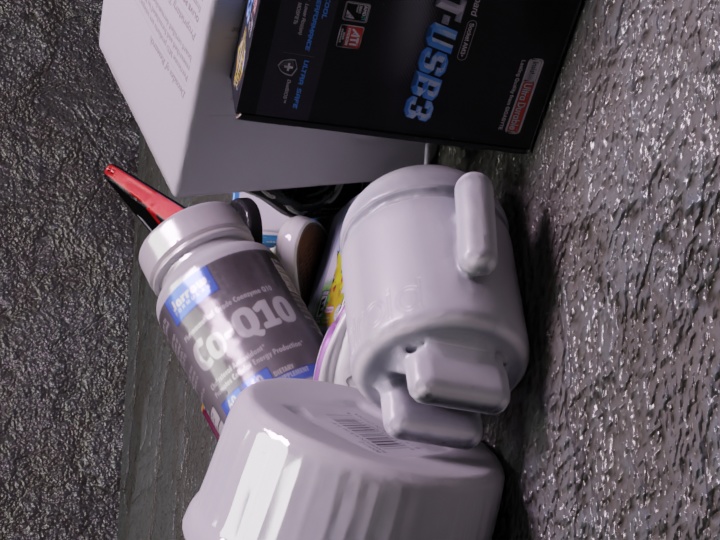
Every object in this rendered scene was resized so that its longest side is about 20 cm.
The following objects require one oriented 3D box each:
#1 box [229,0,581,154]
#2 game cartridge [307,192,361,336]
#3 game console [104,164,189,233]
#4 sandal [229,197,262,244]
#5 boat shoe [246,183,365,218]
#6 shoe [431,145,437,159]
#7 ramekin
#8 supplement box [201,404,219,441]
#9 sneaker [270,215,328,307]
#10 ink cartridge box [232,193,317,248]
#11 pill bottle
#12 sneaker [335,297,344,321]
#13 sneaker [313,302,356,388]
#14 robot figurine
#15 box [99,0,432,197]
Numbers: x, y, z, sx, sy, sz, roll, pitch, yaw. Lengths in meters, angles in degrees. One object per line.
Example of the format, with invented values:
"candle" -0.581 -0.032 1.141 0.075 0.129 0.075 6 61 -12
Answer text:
"box" 0.035 -0.173 0.947 0.050 0.197 0.201 -101 22 -50
"game cartridge" 0.000 0.000 1.300 0.200 0.040 0.134 170 122 -74
"game console" -0.157 -0.017 1.556 0.177 0.031 0.200 36 167 33
"sandal" -0.095 0.036 1.386 0.075 0.045 0.202 22 110 58
"boat shoe" -0.050 -0.080 1.359 0.060 0.199 0.076 15 95 36
"shoe" 0.028 -0.181 1.238 0.091 0.071 0.202 -147 60 -68
"ramekin" -0.004 0.143 0.991 0.200 0.199 0.098 -133 59 -72
"supplement box" -0.104 0.121 1.611 0.200 0.085 0.111 -145 62 -74
"sneaker" -0.074 0.007 1.423 0.200 0.084 0.073 87 -156 -63
"ink cartridge box" -0.081 -0.081 1.535 0.200 0.085 0.148 110 164 -76
"pill bottle" -0.098 0.049 1.277 0.201 0.113 0.114 58 148 25
"sneaker" 0.025 0.021 1.158 0.088 0.074 0.202 175 100 -78
"sneaker" 0.015 0.108 1.123 0.075 0.099 0.201 -49 -34 -67
"robot figurine" 0.046 0.014 0.998 0.170 0.112 0.201 125 150 -43
"box" -0.059 -0.180 1.104 0.200 0.198 0.172 58 144 42
